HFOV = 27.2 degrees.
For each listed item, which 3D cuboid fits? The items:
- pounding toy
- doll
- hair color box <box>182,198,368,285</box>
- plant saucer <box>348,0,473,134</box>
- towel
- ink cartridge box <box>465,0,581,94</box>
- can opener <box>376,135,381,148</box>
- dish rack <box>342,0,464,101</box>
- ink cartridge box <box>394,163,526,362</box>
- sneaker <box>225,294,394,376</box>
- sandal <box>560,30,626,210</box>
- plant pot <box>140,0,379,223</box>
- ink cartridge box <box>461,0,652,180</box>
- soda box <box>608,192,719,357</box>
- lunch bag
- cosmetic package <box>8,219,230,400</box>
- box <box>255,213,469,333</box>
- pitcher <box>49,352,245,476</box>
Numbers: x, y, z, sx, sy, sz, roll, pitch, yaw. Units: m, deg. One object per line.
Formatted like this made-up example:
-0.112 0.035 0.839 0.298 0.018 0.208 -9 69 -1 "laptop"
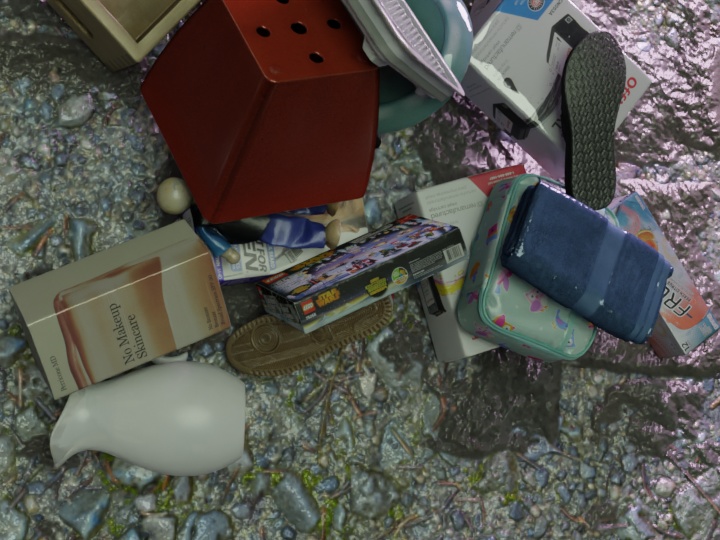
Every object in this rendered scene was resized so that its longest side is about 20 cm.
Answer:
-0.271 -0.356 1.637 0.200 0.142 0.184 47 72 -18 "pounding toy"
-0.122 -0.072 1.613 0.199 0.048 0.137 5 72 -15 "doll"
-0.095 -0.047 1.677 0.199 0.065 0.110 -8 85 -20 "hair color box"
0.028 -0.251 1.671 0.199 0.027 0.201 -8 68 21 "plant saucer"
0.246 -0.007 1.622 0.200 0.048 0.112 30 70 -20 "towel"
0.188 -0.280 1.795 0.116 0.068 0.201 20 79 -14 "ink cartridge box"
-0.072 -0.166 1.709 0.199 0.079 0.064 19 115 -11 "can opener"
0.026 -0.254 1.543 0.043 0.200 0.172 -37 69 14 "dish rack"
0.142 -0.009 1.737 0.147 0.086 0.201 -16 86 -20 "ink cartridge box"
-0.051 0.058 1.681 0.199 0.112 0.071 -19 99 12 "sneaker"
0.250 -0.167 1.659 0.075 0.048 0.201 4 91 -20 "sandal"
-0.088 -0.193 1.559 0.199 0.176 0.200 -11 59 -31 "plant pot"
0.214 -0.226 1.718 0.200 0.084 0.145 41 76 -11 "ink cartridge box"
0.351 0.008 1.810 0.063 0.068 0.200 -35 95 -19 "soda box"
0.206 -0.005 1.673 0.160 0.077 0.201 22 75 -17 "lunch bag"
-0.248 0.039 1.539 0.199 0.087 0.104 -24 124 -15 "cosmetic package"
0.000 0.000 1.599 0.199 0.137 0.040 -25 105 -17 "box"
-0.224 0.133 1.592 0.199 0.121 0.172 3 67 -7 "pitcher"
